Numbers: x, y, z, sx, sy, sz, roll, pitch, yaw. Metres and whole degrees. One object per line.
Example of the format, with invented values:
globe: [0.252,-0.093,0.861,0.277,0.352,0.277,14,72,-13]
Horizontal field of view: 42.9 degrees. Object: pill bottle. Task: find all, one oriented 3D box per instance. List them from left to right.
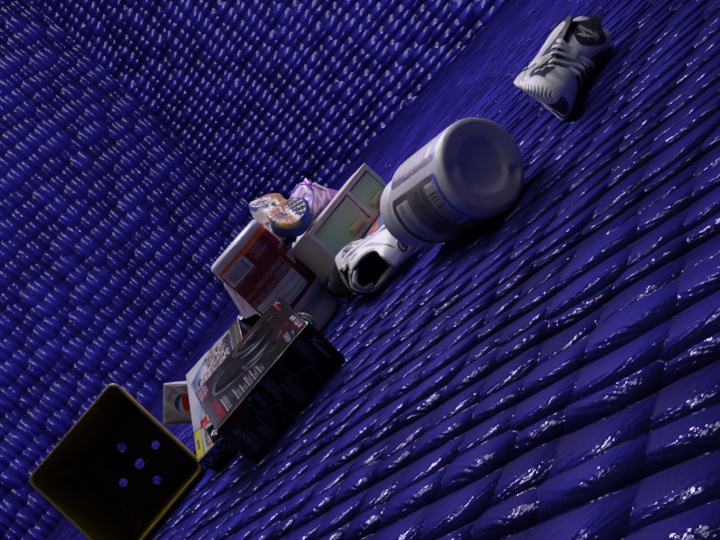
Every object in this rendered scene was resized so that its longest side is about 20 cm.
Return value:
pill bottle: [-0.139,0.023,1.513,0.114,0.200,0.114,-46,9,9]
pill bottle: [0.102,-0.097,1.102,0.114,0.114,0.200,-51,9,-22]

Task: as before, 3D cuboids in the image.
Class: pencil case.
pencil case: [-0.036,-0.112,1.643,0.084,0.198,0.087,35,112,45]

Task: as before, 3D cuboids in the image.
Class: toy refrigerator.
toy refrigerator: [-0.025,-0.085,1.537,0.070,0.076,0.201,-40,10,51]

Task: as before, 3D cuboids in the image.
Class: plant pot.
plant pot: [-0.382,0.324,1.505,0.201,0.199,0.176,-49,-3,-6]

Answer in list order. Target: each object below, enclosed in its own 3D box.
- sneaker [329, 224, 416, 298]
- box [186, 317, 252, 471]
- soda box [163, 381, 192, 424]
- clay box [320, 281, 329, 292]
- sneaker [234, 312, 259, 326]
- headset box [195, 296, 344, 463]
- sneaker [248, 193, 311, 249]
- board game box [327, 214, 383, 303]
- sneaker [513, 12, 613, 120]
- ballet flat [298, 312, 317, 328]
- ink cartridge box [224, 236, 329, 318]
sneaker: [0.000,0.000,1.330,0.200,0.074,0.089,-40,10,49]
box: [-0.204,0.186,1.402,0.137,0.037,0.201,-45,34,16]
soda box: [-0.306,0.230,1.610,0.200,0.062,0.070,130,139,-81]
clay box: [-0.112,0.055,1.766,0.200,0.048,0.115,-38,14,48]
sneaker: [-0.231,0.141,1.712,0.202,0.066,0.090,-58,4,-3]
headset box: [-0.131,0.149,1.227,0.200,0.077,0.149,-48,23,-5]
sneaker: [-0.124,-0.075,1.557,0.074,0.089,0.200,-24,20,-16]
board game box: [0.035,-0.054,1.490,0.200,0.045,0.152,-46,8,19]
sneaker: [0.260,-0.264,1.141,0.130,0.079,0.199,-55,-4,15]
ballet flat: [-0.142,0.140,1.468,0.200,0.076,0.064,-44,-9,10]
ink cartridge box: [-0.143,-0.016,1.692,0.197,0.085,0.145,-25,26,8]
